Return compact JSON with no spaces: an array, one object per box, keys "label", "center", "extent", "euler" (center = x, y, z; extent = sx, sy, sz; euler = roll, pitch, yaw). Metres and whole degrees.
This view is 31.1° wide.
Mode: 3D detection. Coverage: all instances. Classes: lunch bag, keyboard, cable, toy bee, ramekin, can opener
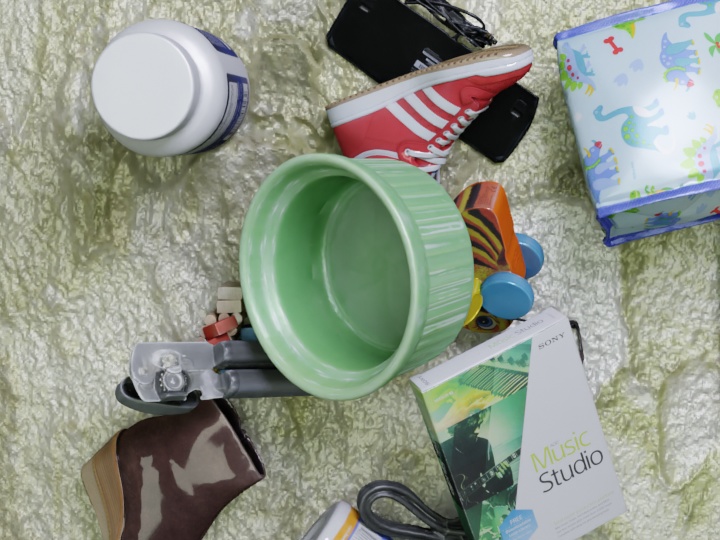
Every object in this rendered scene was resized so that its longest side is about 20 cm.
[{"label":"lunch bag","center":[0.277,-0.131,1.077],"extent":[0.198,0.127,0.172],"euler":[-16,75,13]},{"label":"keyboard","center":[0.074,-0.191,1.155],"extent":[0.199,0.040,0.104],"euler":[35,121,-1]},{"label":"cable","center":[0.089,0.235,1.176],"extent":[0.198,0.050,0.098],"euler":[9,110,-7]},{"label":"toy bee","center":[0.107,0.019,1.134],"extent":[0.108,0.131,0.202],"euler":[-11,108,29]},{"label":"ramekin","center":[0.000,0.000,1.080],"extent":[0.199,0.097,0.202],"euler":[9,104,41]},{"label":"can opener","center":[-0.119,0.094,1.145],"extent":[0.198,0.067,0.054],"euler":[2,63,-35]}]

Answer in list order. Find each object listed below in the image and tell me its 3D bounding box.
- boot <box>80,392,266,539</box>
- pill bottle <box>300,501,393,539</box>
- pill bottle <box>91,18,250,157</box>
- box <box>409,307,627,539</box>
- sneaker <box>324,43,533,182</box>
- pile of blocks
[{"label":"boot","center":[-0.155,0.225,1.179],"extent":[0.165,0.072,0.201],"euler":[-29,86,19]},{"label":"pill bottle","center":[0.025,0.312,1.168],"extent":[0.200,0.112,0.112],"euler":[40,97,-1]},{"label":"pill bottle","center":[-0.160,-0.152,1.084],"extent":[0.110,0.200,0.112],"euler":[0,96,4]},{"label":"box","center":[0.138,0.151,1.110],"extent":[0.143,0.036,0.202],"euler":[-26,110,-12]},{"label":"sneaker","center":[0.071,-0.120,1.119],"extent":[0.198,0.071,0.114],"euler":[-15,97,32]},{"label":"pile of blocks","center":[-0.106,0.047,1.172],"extent":[0.082,0.062,0.201],"euler":[33,98,0]}]
